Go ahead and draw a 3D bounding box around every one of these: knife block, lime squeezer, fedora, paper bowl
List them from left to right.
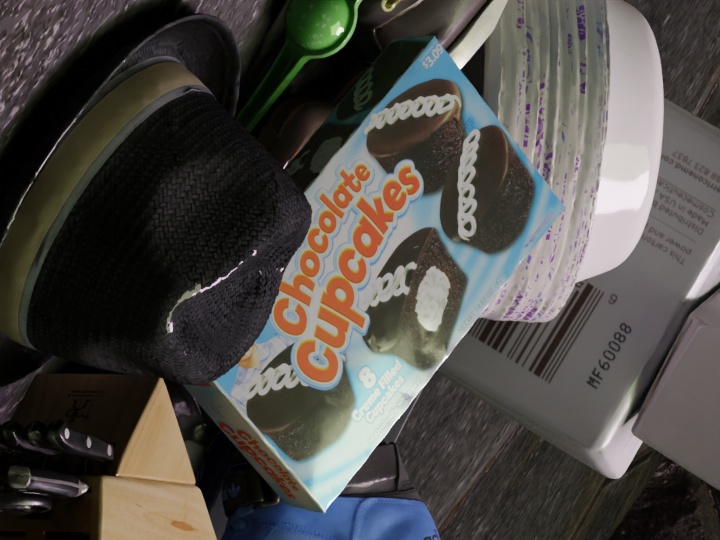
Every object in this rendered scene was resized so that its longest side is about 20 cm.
[{"bbox_3d":[-0.127,0.135,1.244,0.176,0.064,0.201,-67,150,-47],"label":"knife block"},{"bbox_3d":[-0.081,-0.011,1.233,0.201,0.091,0.201,-55,166,-20],"label":"fedora"},{"bbox_3d":[-0.021,-0.125,1.334,0.071,0.038,0.201,-42,160,-51],"label":"lime squeezer"},{"bbox_3d":[0.095,-0.073,1.540,0.201,0.104,0.202,-176,-90,-81],"label":"paper bowl"}]

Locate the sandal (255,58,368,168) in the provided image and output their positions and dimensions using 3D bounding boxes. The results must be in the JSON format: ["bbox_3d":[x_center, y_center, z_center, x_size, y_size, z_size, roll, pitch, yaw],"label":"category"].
[{"bbox_3d":[-0.006,-0.059,1.497,0.081,0.054,0.200,-64,166,20],"label":"sandal"}]

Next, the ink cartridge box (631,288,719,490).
[{"bbox_3d":[0.254,0.075,1.679,0.085,0.146,0.200,-63,167,19],"label":"ink cartridge box"}]

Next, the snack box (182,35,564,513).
[{"bbox_3d":[0.000,0.000,1.370,0.200,0.116,0.037,-51,-152,-22],"label":"snack box"}]

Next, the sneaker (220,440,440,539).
[{"bbox_3d":[-0.060,0.142,1.405,0.199,0.112,0.077,-20,174,-13],"label":"sneaker"}]

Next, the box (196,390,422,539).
[{"bbox_3d":[-0.036,0.080,1.533,0.201,0.079,0.141,-63,-164,16],"label":"box"}]

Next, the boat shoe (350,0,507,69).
[{"bbox_3d":[0.060,-0.177,1.448,0.202,0.071,0.061,-55,128,-24],"label":"boat shoe"}]

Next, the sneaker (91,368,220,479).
[{"bbox_3d":[-0.098,0.092,1.437,0.114,0.075,0.200,-50,162,-26],"label":"sneaker"}]

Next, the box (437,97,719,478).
[{"bbox_3d":[0.113,-0.015,1.716,0.201,0.198,0.171,-58,167,-4],"label":"box"}]
